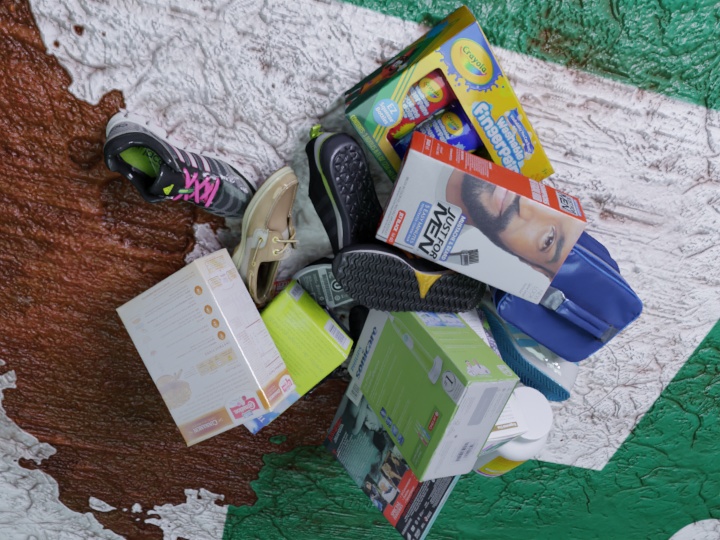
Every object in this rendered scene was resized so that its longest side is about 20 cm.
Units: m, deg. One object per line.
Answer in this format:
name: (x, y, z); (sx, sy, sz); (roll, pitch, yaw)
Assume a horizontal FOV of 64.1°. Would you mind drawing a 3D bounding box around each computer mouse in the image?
computer mouse: (0.000, 0.000, 0.788); (0.195, 0.044, 0.112); (-10, 122, 3)

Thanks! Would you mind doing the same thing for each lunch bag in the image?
lunch bag: (0.264, 0.027, 0.756); (0.197, 0.134, 0.136); (29, 120, -19)

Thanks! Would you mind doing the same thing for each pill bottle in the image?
pill bottle: (0.222, 0.245, 0.883); (0.102, 0.106, 0.201); (5, 151, -5)

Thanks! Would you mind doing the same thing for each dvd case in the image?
dvd case: (0.037, 0.251, 0.786); (0.022, 0.199, 0.148); (-7, 127, -48)

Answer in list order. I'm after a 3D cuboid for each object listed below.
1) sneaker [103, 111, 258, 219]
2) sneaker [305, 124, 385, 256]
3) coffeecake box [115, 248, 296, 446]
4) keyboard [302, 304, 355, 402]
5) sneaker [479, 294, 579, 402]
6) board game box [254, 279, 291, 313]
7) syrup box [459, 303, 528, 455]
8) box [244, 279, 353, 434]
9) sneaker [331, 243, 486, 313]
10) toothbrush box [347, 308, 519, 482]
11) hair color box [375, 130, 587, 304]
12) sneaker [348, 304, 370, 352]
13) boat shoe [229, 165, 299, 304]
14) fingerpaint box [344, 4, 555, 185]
sneaker: (-0.213, -0.108, 0.680); (0.197, 0.088, 0.074); (29, 120, -20)
sneaker: (-0.020, -0.079, 0.707); (0.071, 0.082, 0.204); (-27, 122, -28)
coffeecake box: (-0.197, 0.100, 0.739); (0.151, 0.073, 0.203); (-26, 93, 25)
keyboard: (-0.090, 0.134, 0.836); (0.199, 0.040, 0.105); (-36, 96, 23)
sneaker: (0.234, 0.100, 0.844); (0.199, 0.081, 0.076); (42, 147, -4)
board game box: (-0.177, 0.101, 0.851); (0.195, 0.047, 0.154); (-8, 124, 4)
syrup box: (0.140, 0.137, 0.773); (0.080, 0.204, 0.079); (-3, 150, -27)
box: (-0.119, 0.123, 0.791); (0.122, 0.048, 0.199); (46, 114, -6)
sneaker: (0.052, -0.001, 0.694); (0.196, 0.091, 0.071); (9, 117, -21)
toothbrush box: (0.079, 0.127, 0.711); (0.085, 0.200, 0.148); (3, 119, -34)
hair color box: (0.127, -0.056, 0.626); (0.196, 0.064, 0.112); (21, 122, -2)
sneaker: (0.030, 0.120, 0.863); (0.081, 0.073, 0.203); (-12, 135, -6)
boat shoe: (-0.113, -0.039, 0.729); (0.066, 0.074, 0.202); (39, 131, 12)
fingerpaint box: (0.102, -0.157, 0.660); (0.165, 0.074, 0.201); (-29, 121, 18)
